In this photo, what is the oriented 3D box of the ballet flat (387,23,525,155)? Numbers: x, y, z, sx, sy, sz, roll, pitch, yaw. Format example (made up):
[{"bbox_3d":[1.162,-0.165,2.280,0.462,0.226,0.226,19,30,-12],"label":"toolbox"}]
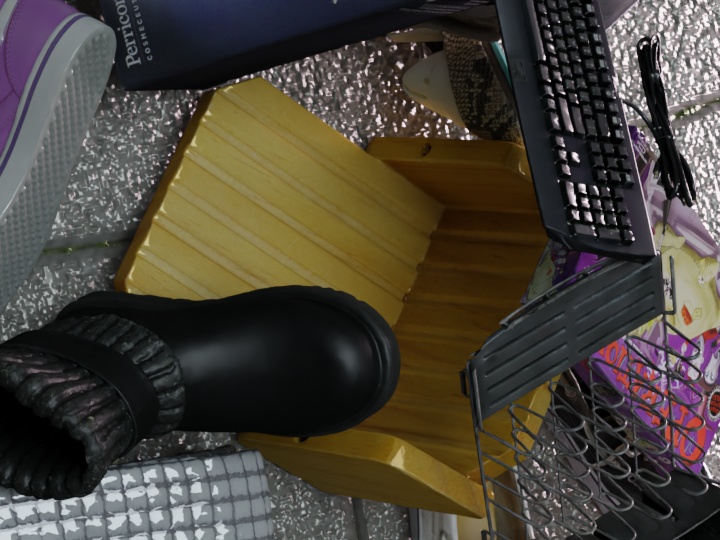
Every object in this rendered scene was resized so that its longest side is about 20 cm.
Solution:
[{"bbox_3d":[0.052,-0.142,1.461,0.075,0.068,0.201,-17,66,9],"label":"ballet flat"}]

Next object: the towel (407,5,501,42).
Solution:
[{"bbox_3d":[0.025,-0.210,1.440,0.199,0.035,0.133,20,68,16],"label":"towel"}]

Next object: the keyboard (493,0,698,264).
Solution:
[{"bbox_3d":[0.128,-0.096,1.328,0.127,0.021,0.201,10,60,-39],"label":"keyboard"}]

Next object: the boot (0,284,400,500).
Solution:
[{"bbox_3d":[-0.098,0.062,1.273,0.158,0.210,0.080,-30,117,-67],"label":"boot"}]

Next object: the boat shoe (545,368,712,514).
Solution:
[{"bbox_3d":[0.162,0.089,1.503,0.074,0.068,0.200,-40,102,-26],"label":"boat shoe"}]

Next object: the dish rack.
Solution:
[{"bbox_3d":[0.128,0.091,1.337,0.153,0.054,0.201,-30,130,-26],"label":"dish rack"}]

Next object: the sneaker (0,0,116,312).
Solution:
[{"bbox_3d":[-0.217,-0.059,1.334,0.114,0.073,0.201,24,90,16],"label":"sneaker"}]

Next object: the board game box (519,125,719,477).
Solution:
[{"bbox_3d":[0.163,0.022,1.411,0.200,0.032,0.120,48,64,-46],"label":"board game box"}]

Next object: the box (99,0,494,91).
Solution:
[{"bbox_3d":[-0.047,-0.217,1.350,0.123,0.197,0.201,-13,88,-69],"label":"box"}]

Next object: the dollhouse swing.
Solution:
[{"bbox_3d":[0.000,0.000,1.382,0.176,0.181,0.201,41,65,-39],"label":"dollhouse swing"}]

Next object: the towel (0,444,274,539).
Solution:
[{"bbox_3d":[-0.140,0.184,1.321,0.199,0.085,0.167,-7,91,-26],"label":"towel"}]

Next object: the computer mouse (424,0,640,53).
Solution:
[{"bbox_3d":[0.139,-0.149,1.538,0.199,0.046,0.141,-30,95,-28],"label":"computer mouse"}]

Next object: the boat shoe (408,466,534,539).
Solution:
[{"bbox_3d":[0.072,0.171,1.442,0.071,0.070,0.201,-1,83,-28],"label":"boat shoe"}]
